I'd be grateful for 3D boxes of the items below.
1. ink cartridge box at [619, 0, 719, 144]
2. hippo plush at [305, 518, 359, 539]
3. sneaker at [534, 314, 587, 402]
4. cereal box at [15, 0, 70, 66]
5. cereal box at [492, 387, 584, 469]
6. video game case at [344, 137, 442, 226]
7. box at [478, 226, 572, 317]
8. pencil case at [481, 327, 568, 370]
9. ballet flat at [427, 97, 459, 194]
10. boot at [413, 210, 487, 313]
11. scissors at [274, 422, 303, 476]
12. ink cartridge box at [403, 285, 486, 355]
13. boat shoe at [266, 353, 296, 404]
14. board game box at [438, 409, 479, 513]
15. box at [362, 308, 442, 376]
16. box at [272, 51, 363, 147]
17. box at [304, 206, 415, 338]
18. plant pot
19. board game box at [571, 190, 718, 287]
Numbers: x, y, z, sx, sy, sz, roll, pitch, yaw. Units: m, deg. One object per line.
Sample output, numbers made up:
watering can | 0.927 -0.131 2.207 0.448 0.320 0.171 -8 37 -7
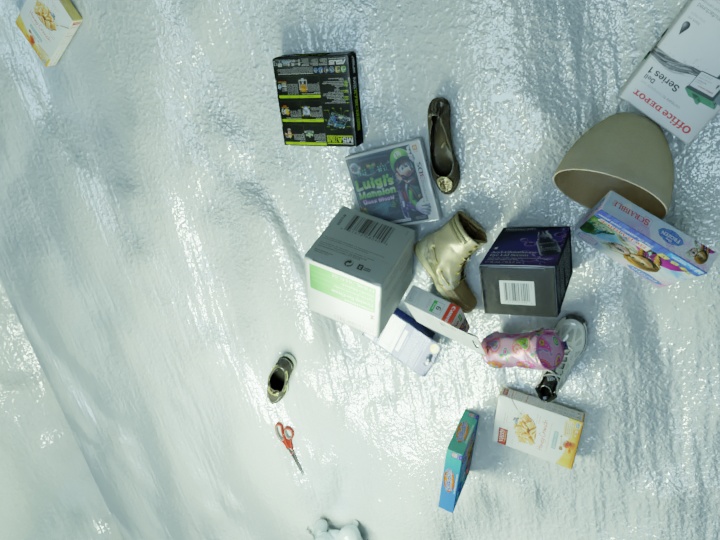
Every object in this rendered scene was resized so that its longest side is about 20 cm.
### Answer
ink cartridge box | 0.539 -0.330 0.930 0.145 0.084 0.202 37 125 8
hippo plush | -0.072 0.871 1.899 0.157 0.161 0.203 -22 122 5
sneaker | 0.433 0.203 1.249 0.074 0.115 0.205 19 123 19
cereal box | -0.850 -0.680 1.578 0.198 0.039 0.146 -31 97 37
cereal box | 0.420 0.375 1.384 0.195 0.039 0.148 14 121 23
video game case | 0.073 -0.189 1.312 0.195 0.023 0.186 -6 111 32
box | 0.332 -0.003 1.148 0.144 0.200 0.107 0 116 28
pencil case | 0.349 0.171 1.258 0.089 0.087 0.199 56 154 -8
ballet flat | 0.168 -0.254 1.208 0.066 0.046 0.205 5 117 28
boot | 0.228 -0.016 1.281 0.155 0.072 0.202 -37 88 41
scissors | -0.233 0.586 1.900 0.071 0.014 0.205 2 116 26
ink cartridge box | 0.201 0.112 1.319 0.197 0.051 0.109 25 163 33
boat shoe | -0.251 0.337 1.748 0.071 0.061 0.204 31 126 12
board game box | 0.251 0.486 1.479 0.044 0.152 0.205 15 121 21
box | 0.108 0.171 1.473 0.198 0.032 0.123 34 127 12
box | -0.094 -0.379 1.296 0.195 0.048 0.198 7 120 26
box | 0.000 0.000 1.326 0.195 0.201 0.174 19 138 18
plant pot | 0.454 -0.189 1.009 0.196 0.200 0.137 24 86 17
board game box | 0.498 -0.050 1.043 0.198 0.200 0.042 34 87 11
